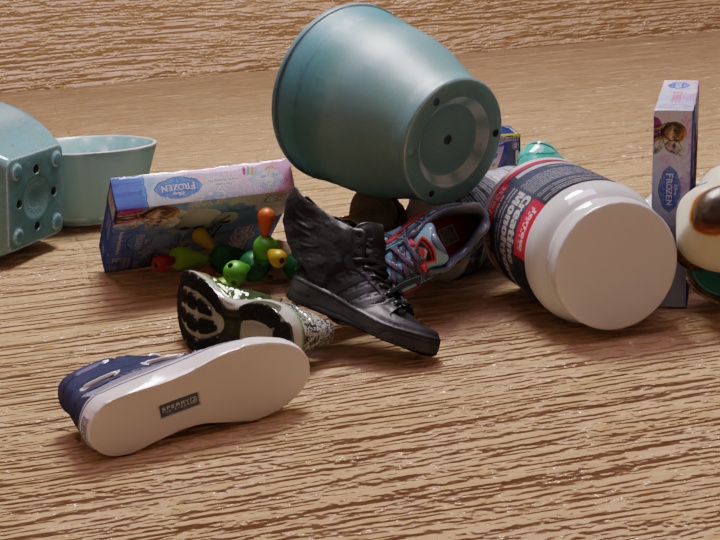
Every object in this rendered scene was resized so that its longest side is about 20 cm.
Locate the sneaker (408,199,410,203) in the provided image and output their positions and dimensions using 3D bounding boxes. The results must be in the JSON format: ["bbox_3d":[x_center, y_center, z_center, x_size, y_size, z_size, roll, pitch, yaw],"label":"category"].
[{"bbox_3d":[0.083,-0.079,1.619,0.080,0.084,0.200,-5,17,-4],"label":"sneaker"}]

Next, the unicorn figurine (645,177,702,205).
[{"bbox_3d":[0.364,-0.075,1.593,0.137,0.074,0.200,-5,-1,28],"label":"unicorn figurine"}]

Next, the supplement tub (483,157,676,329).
[{"bbox_3d":[0.213,-0.029,1.311,0.140,0.141,0.200,-7,16,-12],"label":"supplement tub"}]

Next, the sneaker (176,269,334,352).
[{"bbox_3d":[-0.102,0.049,1.262,0.088,0.077,0.200,-2,17,-43],"label":"sneaker"}]

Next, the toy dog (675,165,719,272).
[{"bbox_3d":[0.395,-0.030,1.242,0.199,0.195,0.140,16,-16,5],"label":"toy dog"}]

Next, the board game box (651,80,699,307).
[{"bbox_3d":[0.329,-0.086,1.383,0.041,0.201,0.200,3,18,15],"label":"board game box"}]

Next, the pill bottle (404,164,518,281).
[{"bbox_3d":[0.151,-0.060,1.497,0.199,0.107,0.106,-17,21,-41],"label":"pill bottle"}]

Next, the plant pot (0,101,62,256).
[{"bbox_3d":[-0.486,-0.105,1.656,0.199,0.197,0.196,12,20,20],"label":"plant pot"}]

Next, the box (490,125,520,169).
[{"bbox_3d":[0.132,-0.167,1.937,0.199,0.070,0.064,-6,18,-8],"label":"box"}]

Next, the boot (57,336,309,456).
[{"bbox_3d":[-0.147,0.088,1.096,0.199,0.073,0.090,-13,24,-27],"label":"boot"}]

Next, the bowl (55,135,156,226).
[{"bbox_3d":[-0.377,-0.122,1.810,0.200,0.106,0.201,-1,13,0],"label":"bowl"}]

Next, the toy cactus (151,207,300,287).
[{"bbox_3d":[-0.112,-0.016,1.452,0.199,0.103,0.165,-6,4,23],"label":"toy cactus"}]

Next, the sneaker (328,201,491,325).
[{"bbox_3d":[0.045,-0.018,1.311,0.200,0.080,0.095,-33,1,-22],"label":"sneaker"}]

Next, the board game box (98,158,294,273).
[{"bbox_3d":[-0.190,-0.060,1.502,0.198,0.044,0.200,-9,-17,-17],"label":"board game box"}]

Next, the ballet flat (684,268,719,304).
[{"bbox_3d":[0.411,0.004,1.330,0.199,0.071,0.065,-3,-10,-11],"label":"ballet flat"}]

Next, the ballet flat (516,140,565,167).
[{"bbox_3d":[0.236,-0.058,1.459,0.067,0.200,0.071,-16,44,47],"label":"ballet flat"}]

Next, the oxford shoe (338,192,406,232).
[{"bbox_3d":[0.004,-0.046,1.431,0.075,0.071,0.200,33,21,-22],"label":"oxford shoe"}]

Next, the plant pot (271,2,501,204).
[{"bbox_3d":[0.039,-0.162,1.390,0.199,0.201,0.188,-14,30,-34],"label":"plant pot"}]

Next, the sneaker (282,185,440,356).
[{"bbox_3d":[0.001,0.001,1.244,0.199,0.105,0.060,22,-2,29],"label":"sneaker"}]
